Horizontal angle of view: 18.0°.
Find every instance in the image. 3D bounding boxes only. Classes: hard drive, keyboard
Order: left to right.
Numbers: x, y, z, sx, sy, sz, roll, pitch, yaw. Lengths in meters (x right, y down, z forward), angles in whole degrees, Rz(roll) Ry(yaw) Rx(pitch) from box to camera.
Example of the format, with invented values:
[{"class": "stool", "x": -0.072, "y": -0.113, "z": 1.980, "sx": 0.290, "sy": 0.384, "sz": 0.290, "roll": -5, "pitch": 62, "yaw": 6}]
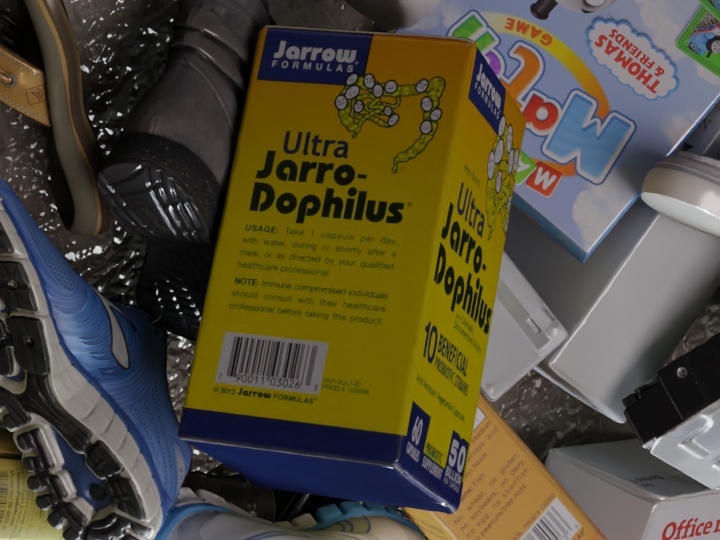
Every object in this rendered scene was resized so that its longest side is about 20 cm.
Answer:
[{"class": "keyboard", "x": 0.026, "y": -0.027, "z": 1.161, "sx": 0.056, "sy": 0.011, "sz": 0.200, "roll": -39, "pitch": 94, "yaw": -7}, {"class": "hard drive", "x": 0.250, "y": 0.045, "z": 1.222, "sx": 0.200, "sy": 0.038, "sz": 0.140, "roll": -33, "pitch": 152, "yaw": 14}]

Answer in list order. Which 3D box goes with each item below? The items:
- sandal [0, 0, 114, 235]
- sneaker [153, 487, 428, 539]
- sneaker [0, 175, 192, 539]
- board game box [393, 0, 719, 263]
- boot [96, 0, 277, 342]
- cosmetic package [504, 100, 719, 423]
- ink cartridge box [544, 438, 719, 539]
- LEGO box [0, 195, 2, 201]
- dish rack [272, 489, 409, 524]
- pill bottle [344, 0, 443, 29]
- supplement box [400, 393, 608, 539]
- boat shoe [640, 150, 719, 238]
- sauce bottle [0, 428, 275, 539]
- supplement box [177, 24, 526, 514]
[{"class": "sandal", "x": -0.158, "y": -0.098, "z": 1.036, "sx": 0.054, "sy": 0.080, "sz": 0.201, "roll": -16, "pitch": 124, "yaw": -9}, {"class": "sneaker", "x": -0.022, "y": 0.163, "z": 1.157, "sx": 0.199, "sy": 0.087, "sz": 0.075, "roll": 8, "pitch": 102, "yaw": -43}, {"class": "sneaker", "x": -0.146, "y": 0.035, "z": 1.089, "sx": 0.201, "sy": 0.078, "sz": 0.089, "roll": 62, "pitch": 31, "yaw": -13}, {"class": "board game box", "x": 0.122, "y": -0.129, "z": 1.174, "sx": 0.151, "sy": 0.037, "sz": 0.200, "roll": 40, "pitch": 85, "yaw": 5}, {"class": "boot", "x": -0.065, "y": -0.052, "z": 1.110, "sx": 0.200, "sy": 0.069, "sz": 0.132, "roll": 84, "pitch": 21, "yaw": -61}, {"class": "cosmetic package", "x": 0.146, "y": -0.032, "z": 1.242, "sx": 0.200, "sy": 0.113, "sz": 0.081, "roll": -54, "pitch": 133, "yaw": -5}, {"class": "ink cartridge box", "x": 0.154, "y": 0.204, "z": 1.351, "sx": 0.146, "sy": 0.084, "sz": 0.201, "roll": 0, "pitch": 110, "yaw": -52}, {"class": "LEGO box", "x": -0.278, "y": 0.008, "z": 0.990, "sx": 0.149, "sy": 0.077, "sz": 0.200, "roll": 33, "pitch": 89, "yaw": -39}, {"class": "dish rack", "x": 0.020, "y": 0.157, "z": 1.276, "sx": 0.200, "sy": 0.055, "sz": 0.154, "roll": 35, "pitch": 90, "yaw": -39}, {"class": "pill bottle", "x": 0.057, "y": -0.220, "z": 1.099, "sx": 0.200, "sy": 0.111, "sz": 0.112, "roll": -42, "pitch": 128, "yaw": -12}, {"class": "supplement box", "x": 0.044, "y": 0.098, "z": 1.181, "sx": 0.069, "sy": 0.066, "sz": 0.200, "roll": -44, "pitch": 111, "yaw": -14}, {"class": "boat shoe", "x": 0.221, "y": -0.043, "z": 1.176, "sx": 0.199, "sy": 0.072, "sz": 0.069, "roll": 14, "pitch": 93, "yaw": -40}, {"class": "sauce bottle", "x": -0.134, "y": 0.117, "z": 1.146, "sx": 0.199, "sy": 0.065, "sz": 0.065, "roll": 11, "pitch": 104, "yaw": -35}, {"class": "supplement box", "x": 0.000, "y": 0.000, "z": 1.062, "sx": 0.109, "sy": 0.109, "sz": 0.201, "roll": 43, "pitch": 55, "yaw": -66}]
